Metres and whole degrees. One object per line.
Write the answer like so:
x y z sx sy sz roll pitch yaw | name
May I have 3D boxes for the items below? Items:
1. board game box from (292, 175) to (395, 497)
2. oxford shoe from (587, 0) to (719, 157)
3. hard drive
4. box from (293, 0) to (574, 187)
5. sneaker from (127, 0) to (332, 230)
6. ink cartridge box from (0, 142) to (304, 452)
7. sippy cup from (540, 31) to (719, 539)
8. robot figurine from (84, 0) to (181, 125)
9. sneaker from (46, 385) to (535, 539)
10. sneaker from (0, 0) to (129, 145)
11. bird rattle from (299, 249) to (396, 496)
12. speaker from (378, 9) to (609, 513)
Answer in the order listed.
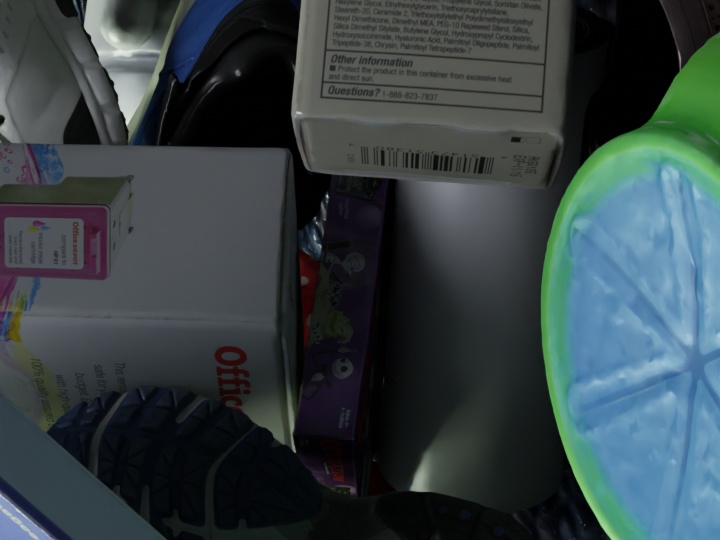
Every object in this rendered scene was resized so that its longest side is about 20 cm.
0.000 0.000 0.871 0.120 0.032 0.201 77 -161 -63 | board game box
0.108 -0.025 0.725 0.071 0.072 0.201 32 126 57 | oxford shoe
-0.133 0.099 0.754 0.132 0.025 0.200 44 153 -16 | hard drive
0.031 -0.137 0.728 0.078 0.095 0.201 81 -165 -79 | box
-0.068 -0.026 0.891 0.111 0.077 0.200 -114 44 -62 | sneaker
-0.121 0.022 0.829 0.145 0.199 0.085 90 -177 -58 | ink cartridge box
0.141 0.019 0.605 0.140 0.130 0.178 64 149 33 | sippy cup
-0.074 -0.125 0.989 0.113 0.170 0.201 5 86 26 | robot figurine
-0.032 0.113 0.782 0.085 0.200 0.077 99 -165 -57 | sneaker
-0.156 -0.095 0.863 0.074 0.080 0.200 -9 103 64 | sneaker
-0.025 0.098 0.957 0.163 0.200 0.113 43 147 -9 | bird rattle
0.051 -0.004 0.841 0.081 0.081 0.201 39 132 54 | speaker
